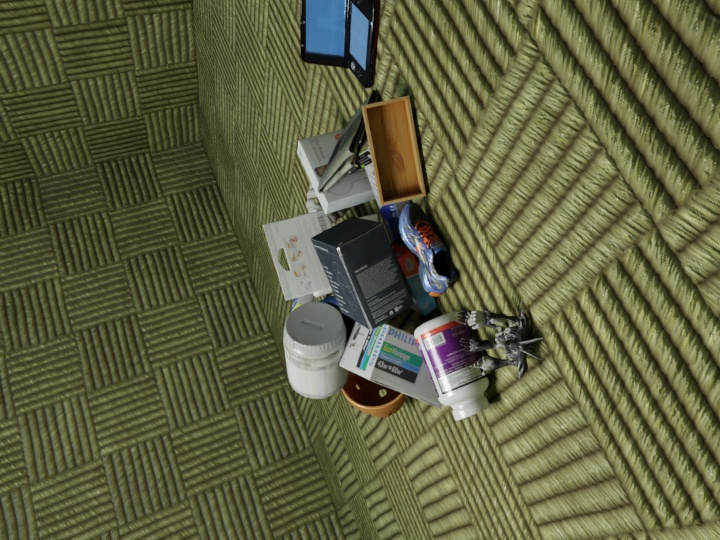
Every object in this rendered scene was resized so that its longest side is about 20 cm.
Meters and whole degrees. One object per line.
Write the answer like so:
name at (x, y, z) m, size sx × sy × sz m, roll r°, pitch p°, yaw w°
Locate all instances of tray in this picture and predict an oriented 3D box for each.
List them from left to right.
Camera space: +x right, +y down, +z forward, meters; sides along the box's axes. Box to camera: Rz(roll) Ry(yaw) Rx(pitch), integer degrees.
tray at (0.069, -0.245, 1.267) m, size 0.037 × 0.096 × 0.205 m, roll -111°, pitch 9°, yaw -76°

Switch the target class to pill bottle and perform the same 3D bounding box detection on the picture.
pill bottle at (0.192, 0.195, 1.262) m, size 0.113 × 0.110 × 0.204 m, roll 130°, pitch 121°, yaw -67°

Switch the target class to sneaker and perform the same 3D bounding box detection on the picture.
sneaker at (0.146, -0.051, 1.278) m, size 0.078 × 0.074 × 0.204 m, roll -28°, pitch 86°, yaw 61°

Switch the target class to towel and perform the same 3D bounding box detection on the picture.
towel at (-0.025, -0.291, 1.413) m, size 0.200 × 0.034 × 0.196 m, roll -38°, pitch 28°, yaw 59°

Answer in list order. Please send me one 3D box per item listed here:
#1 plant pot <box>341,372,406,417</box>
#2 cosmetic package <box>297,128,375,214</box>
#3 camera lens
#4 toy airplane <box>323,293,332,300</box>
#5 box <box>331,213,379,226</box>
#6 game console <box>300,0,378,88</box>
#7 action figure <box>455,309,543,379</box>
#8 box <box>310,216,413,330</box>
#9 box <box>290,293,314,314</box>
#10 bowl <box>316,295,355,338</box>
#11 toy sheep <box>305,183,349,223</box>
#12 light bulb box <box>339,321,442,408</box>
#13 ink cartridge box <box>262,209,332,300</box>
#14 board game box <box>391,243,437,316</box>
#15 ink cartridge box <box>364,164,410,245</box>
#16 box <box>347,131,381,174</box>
plant pot at (0.051, 0.302, 1.651) m, size 0.202 × 0.197 × 0.141 m, roll 58°, pitch 173°, yaw 36°
cosmetic package at (-0.054, -0.252, 1.528) m, size 0.203 × 0.148 × 0.052 m, roll 64°, pitch 158°, yaw 23°
camera lens at (-0.107, 0.201, 1.517) m, size 0.161 × 0.157 × 0.203 m, roll -127°, pitch 26°, yaw -43°
toy airplane at (-0.024, 0.088, 1.622) m, size 0.199 × 0.141 × 0.200 m, roll 47°, pitch 177°, yaw -25°
box at (-0.029, -0.074, 1.633) m, size 0.199 × 0.125 × 0.112 m, roll 173°, pitch 82°, yaw -70°
game console at (-0.050, -0.521, 1.354) m, size 0.203 × 0.116 × 0.174 m, roll 95°, pitch 152°, yaw -47°
action figure at (0.238, 0.127, 1.103) m, size 0.199 × 0.100 × 0.122 m, roll -174°, pitch 80°, yaw -71°
box at (0.000, 0.000, 1.382) m, size 0.200 × 0.122 × 0.199 m, roll 66°, pitch 164°, yaw -18°
box at (-0.142, 0.036, 1.633) m, size 0.122 × 0.047 × 0.205 m, roll 130°, pitch 153°, yaw -67°
bowl at (-0.039, 0.152, 1.572) m, size 0.198 × 0.039 × 0.204 m, roll 25°, pitch 137°, yaw 26°
toy sheep at (-0.085, -0.192, 1.642) m, size 0.136 × 0.202 × 0.138 m, roll 31°, pitch 166°, yaw 8°
light bulb box at (0.084, 0.207, 1.404) m, size 0.127 × 0.195 × 0.199 m, roll -68°, pitch 19°, yaw -7°
ink cartridge box at (-0.134, -0.034, 1.508) m, size 0.044 × 0.170 × 0.204 m, roll 130°, pitch 123°, yaw -66°
board game box at (0.089, 0.011, 1.443) m, size 0.155 × 0.040 × 0.199 m, roll 63°, pitch 165°, yaw -21°
ink cartridge box at (0.071, -0.169, 1.408) m, size 0.094 × 0.043 × 0.204 m, roll 133°, pitch 119°, yaw -69°
box at (0.016, -0.289, 1.386) m, size 0.112 × 0.034 × 0.199 m, roll -67°, pitch 17°, yaw -10°
